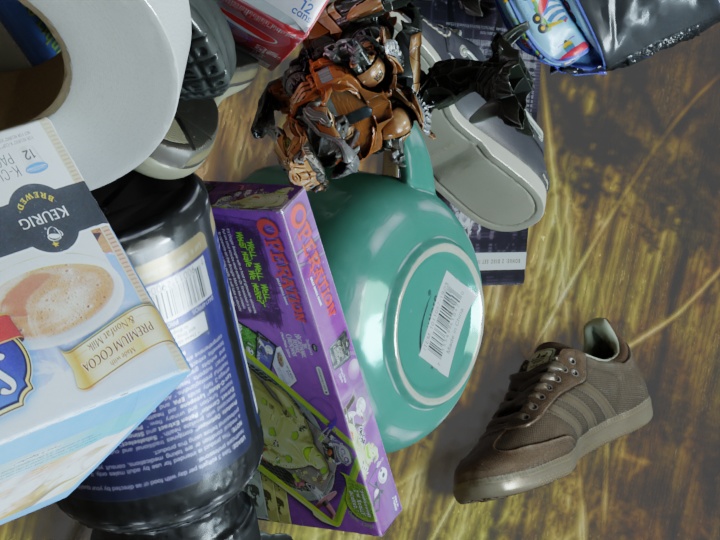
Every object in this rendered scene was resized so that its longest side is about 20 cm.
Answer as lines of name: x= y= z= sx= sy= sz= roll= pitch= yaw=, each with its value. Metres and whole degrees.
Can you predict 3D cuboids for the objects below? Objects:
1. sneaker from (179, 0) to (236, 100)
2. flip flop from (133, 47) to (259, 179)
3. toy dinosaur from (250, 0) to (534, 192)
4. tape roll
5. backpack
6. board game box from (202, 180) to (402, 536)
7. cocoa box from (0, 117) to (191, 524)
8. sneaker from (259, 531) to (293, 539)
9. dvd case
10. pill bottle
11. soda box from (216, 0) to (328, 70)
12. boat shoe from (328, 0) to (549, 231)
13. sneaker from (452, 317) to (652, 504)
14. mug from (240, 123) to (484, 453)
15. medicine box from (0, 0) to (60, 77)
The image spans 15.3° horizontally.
sneaker: x=-0.101 y=-0.152 z=1.153 sx=0.200 sy=0.076 sz=0.091 roll=60 pitch=40 yaw=-46
flip flop: x=-0.099 y=-0.081 z=1.301 sx=0.058 sy=0.081 sz=0.200 roll=-61 pitch=-171 yaw=22
toy dinosaur: x=0.010 y=-0.115 z=1.376 sx=0.102 sy=0.135 sz=0.201 roll=52 pitch=32 yaw=-47
tape roll: x=-0.171 y=-0.102 z=1.125 sx=0.203 sy=0.202 sz=0.037 roll=53 pitch=35 yaw=-44
backpack: x=0.126 y=-0.211 z=1.563 sx=0.183 sy=0.134 sz=0.200 roll=63 pitch=3 yaw=-11
board game box: x=-0.057 y=0.045 z=1.377 sx=0.032 sy=0.120 sz=0.201 roll=-45 pitch=130 yaw=-41
cocoa box: x=-0.198 y=0.045 z=1.105 sx=0.199 sy=0.133 sz=0.132 roll=-21 pitch=74 yaw=-41
sneaker: x=-0.092 y=0.201 z=1.399 sx=0.200 sy=0.060 sz=0.104 roll=-46 pitch=147 yaw=-23
dvd case: x=0.061 y=-0.090 z=1.609 sx=0.148 sy=0.016 sz=0.201 roll=-2 pitch=96 yaw=-55
pill bottle: x=-0.109 y=0.056 z=1.312 sx=0.112 sy=0.111 sz=0.201 roll=-37 pitch=124 yaw=-45
soda box: x=-0.044 y=-0.148 z=1.301 sx=0.070 sy=0.063 sz=0.200 roll=-59 pitch=-174 yaw=-3
boat shoe: x=0.040 y=-0.105 z=1.525 sx=0.200 sy=0.072 sz=0.063 roll=45 pitch=42 yaw=-30
sneaker: x=0.111 y=0.088 z=1.682 sx=0.200 sy=0.070 sz=0.076 roll=-23 pitch=95 yaw=-54
mug: x=-0.005 y=0.009 z=1.447 sx=0.152 sy=0.114 sz=0.186 roll=-35 pitch=123 yaw=-46
medicine box: x=-0.156 y=-0.200 z=1.212 sx=0.201 sy=0.103 sz=0.182 roll=-61 pitch=139 yaw=-27
